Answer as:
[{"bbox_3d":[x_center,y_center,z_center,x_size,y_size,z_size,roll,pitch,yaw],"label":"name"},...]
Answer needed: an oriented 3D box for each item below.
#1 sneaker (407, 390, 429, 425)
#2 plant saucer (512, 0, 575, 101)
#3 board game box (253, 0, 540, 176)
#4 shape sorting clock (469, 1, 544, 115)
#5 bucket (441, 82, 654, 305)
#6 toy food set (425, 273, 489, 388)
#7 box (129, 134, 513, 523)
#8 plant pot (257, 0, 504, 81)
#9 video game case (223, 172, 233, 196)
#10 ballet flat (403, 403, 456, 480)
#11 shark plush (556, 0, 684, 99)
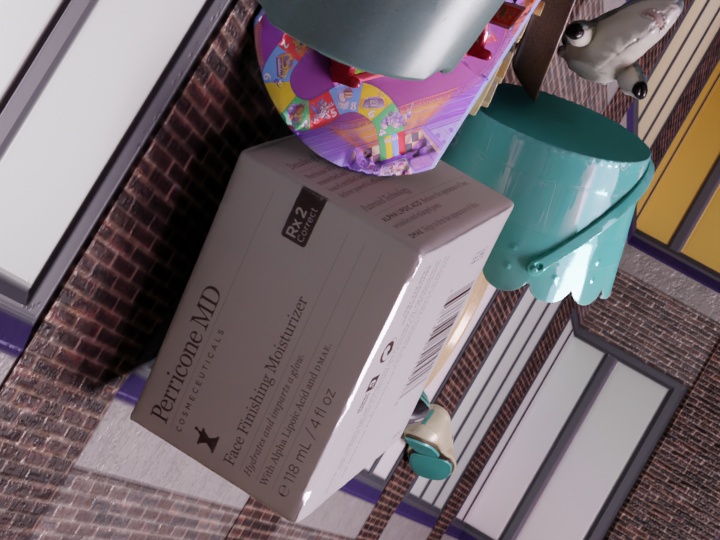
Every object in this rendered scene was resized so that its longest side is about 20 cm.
[{"bbox_3d":[0.005,0.114,1.485,0.088,0.074,0.200,-48,-169,8],"label":"sneaker"},{"bbox_3d":[0.176,-0.249,1.489,0.200,0.034,0.201,22,90,-86],"label":"plant saucer"},{"bbox_3d":[0.033,-0.151,0.998,0.158,0.039,0.200,34,88,-32],"label":"board game box"},{"bbox_3d":[0.130,-0.219,1.373,0.200,0.039,0.200,24,90,-88],"label":"shape sorting clock"},{"bbox_3d":[0.156,-0.073,1.510,0.207,0.207,0.135,-33,145,-63],"label":"bucket"},{"bbox_3d":[0.076,0.033,1.635,0.198,0.049,0.200,-61,-177,3],"label":"toy food set"},{"bbox_3d":[-0.020,0.023,1.093,0.199,0.131,0.200,-66,165,20],"label":"box"},{"bbox_3d":[0.029,-0.209,0.795,0.196,0.200,0.200,-59,169,29],"label":"plant pot"},{"bbox_3d":[-0.061,-0.018,1.189,0.200,0.022,0.183,-39,154,-57],"label":"video game case"},{"bbox_3d":[0.095,0.218,2.170,0.070,0.069,0.200,-57,166,-15],"label":"ballet flat"},{"bbox_3d":[0.228,-0.203,1.506,0.083,0.091,0.200,-52,-179,-4],"label":"shark plush"}]
